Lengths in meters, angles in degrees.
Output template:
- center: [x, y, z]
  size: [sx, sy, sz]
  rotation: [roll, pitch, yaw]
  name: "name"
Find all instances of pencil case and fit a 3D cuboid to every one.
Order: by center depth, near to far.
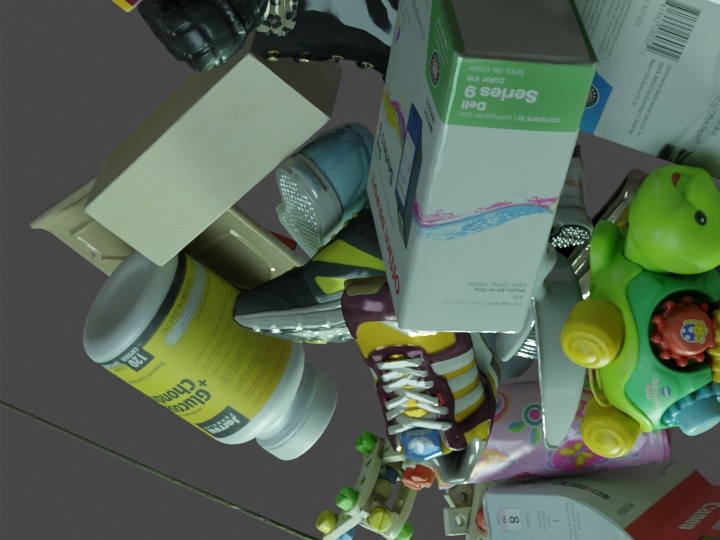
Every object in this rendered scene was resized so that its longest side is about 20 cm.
- center: [0.149, 0.121, 1.345]
  size: [0.199, 0.088, 0.088]
  rotation: [-8, 139, 8]
  name: "pencil case"

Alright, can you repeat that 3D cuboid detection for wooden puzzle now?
- center: [-0.146, -0.027, 1.396]
  size: [0.200, 0.047, 0.185]
  rotation: [35, 144, -24]
  name: "wooden puzzle"

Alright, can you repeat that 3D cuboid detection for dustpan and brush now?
- center: [0.116, 0.023, 1.112]
  size: [0.057, 0.140, 0.200]
  rotation: [-4, 154, -12]
  name: "dustpan and brush"

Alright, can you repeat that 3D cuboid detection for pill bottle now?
- center: [-0.117, 0.071, 1.381]
  size: [0.200, 0.113, 0.112]
  rotation: [36, 143, -26]
  name: "pill bottle"

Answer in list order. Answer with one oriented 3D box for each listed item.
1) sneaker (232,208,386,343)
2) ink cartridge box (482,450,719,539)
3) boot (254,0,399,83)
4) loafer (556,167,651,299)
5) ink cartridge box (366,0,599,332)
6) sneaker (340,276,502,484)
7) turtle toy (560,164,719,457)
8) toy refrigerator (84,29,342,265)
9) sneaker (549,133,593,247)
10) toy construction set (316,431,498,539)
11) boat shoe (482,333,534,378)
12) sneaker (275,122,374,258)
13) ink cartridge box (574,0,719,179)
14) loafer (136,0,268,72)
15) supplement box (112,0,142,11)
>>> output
- center: [0.000, 0.000, 1.192]
  size: [0.199, 0.085, 0.074]
  rotation: [-11, 166, 24]
  name: "sneaker"
- center: [0.221, 0.176, 1.362]
  size: [0.199, 0.162, 0.057]
  rotation: [-8, 97, 33]
  name: "ink cartridge box"
- center: [0.011, -0.143, 1.126]
  size: [0.150, 0.073, 0.201]
  rotation: [11, 140, 14]
  name: "boot"
- center: [0.157, -0.011, 1.225]
  size: [0.063, 0.072, 0.200]
  rotation: [36, 135, -16]
  name: "loafer"
- center: [0.066, -0.082, 1.011]
  size: [0.087, 0.146, 0.201]
  rotation: [0, 131, -10]
  name: "ink cartridge box"
- center: [0.042, 0.074, 1.117]
  size: [0.074, 0.091, 0.200]
  rotation: [-4, 153, 27]
  name: "sneaker"
- center: [0.196, 0.021, 1.077]
  size: [0.100, 0.146, 0.201]
  rotation: [5, 130, 27]
  name: "turtle toy"
- center: [-0.107, -0.096, 1.224]
  size: [0.076, 0.070, 0.200]
  rotation: [37, 128, -20]
  name: "toy refrigerator"
- center: [0.099, -0.052, 1.214]
  size: [0.073, 0.081, 0.200]
  rotation: [7, 171, -31]
  name: "sneaker"
- center: [0.052, 0.182, 1.459]
  size: [0.092, 0.132, 0.199]
  rotation: [42, 155, -29]
  name: "toy construction set"
- center: [0.055, 0.029, 1.312]
  size: [0.086, 0.075, 0.201]
  rotation: [14, 173, 43]
  name: "boat shoe"
- center: [-0.012, -0.053, 1.263]
  size: [0.074, 0.082, 0.200]
  rotation: [51, 170, 7]
  name: "sneaker"
- center: [0.217, -0.134, 1.013]
  size: [0.199, 0.086, 0.147]
  rotation: [19, 145, 3]
  name: "ink cartridge box"
- center: [-0.103, -0.174, 1.101]
  size: [0.068, 0.070, 0.201]
  rotation: [55, 175, -21]
  name: "loafer"
- center: [-0.100, -0.255, 1.006]
  size: [0.086, 0.111, 0.200]
  rotation: [38, 142, -20]
  name: "supplement box"
